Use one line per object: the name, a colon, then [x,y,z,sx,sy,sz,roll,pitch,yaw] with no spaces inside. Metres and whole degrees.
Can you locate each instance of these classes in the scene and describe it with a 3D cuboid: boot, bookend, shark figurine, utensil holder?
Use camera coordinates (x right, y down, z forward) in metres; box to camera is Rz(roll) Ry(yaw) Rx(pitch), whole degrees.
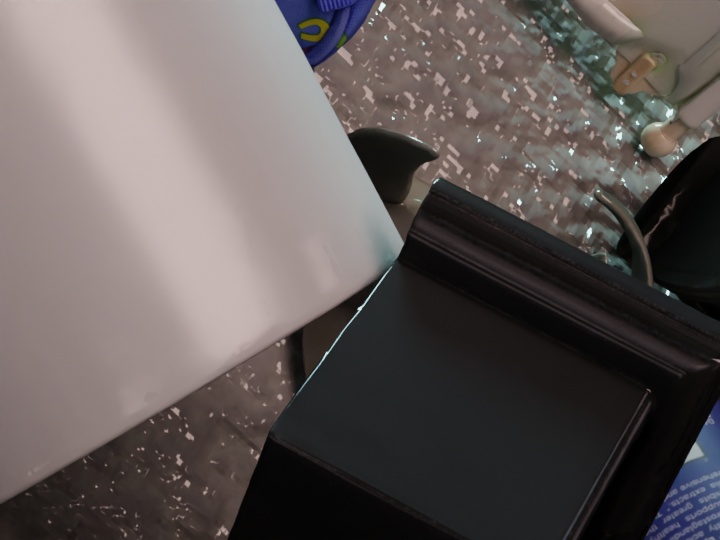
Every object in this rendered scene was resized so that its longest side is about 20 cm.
boot: [0.179,0.026,0.899,0.174,0.200,0.069,39,91,-4]
bookend: [-0.006,0.117,0.663,0.092,0.200,0.199,27,38,8]
shark figurine: [0.020,0.011,0.826,0.090,0.214,0.128,-61,145,-5]
utensil holder: [-0.101,-0.051,0.725,0.170,0.170,0.200,-32,92,-42]

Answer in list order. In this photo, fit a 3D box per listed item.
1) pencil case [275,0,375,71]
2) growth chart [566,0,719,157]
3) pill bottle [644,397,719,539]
pencil case: [-0.009,-0.141,0.857,0.086,0.078,0.200,12,39,12]
growth chart: [0.102,-0.151,0.938,0.200,0.145,0.018,51,28,-11]
pill bottle: [0.118,0.119,0.795,0.112,0.112,0.200,11,33,-34]
